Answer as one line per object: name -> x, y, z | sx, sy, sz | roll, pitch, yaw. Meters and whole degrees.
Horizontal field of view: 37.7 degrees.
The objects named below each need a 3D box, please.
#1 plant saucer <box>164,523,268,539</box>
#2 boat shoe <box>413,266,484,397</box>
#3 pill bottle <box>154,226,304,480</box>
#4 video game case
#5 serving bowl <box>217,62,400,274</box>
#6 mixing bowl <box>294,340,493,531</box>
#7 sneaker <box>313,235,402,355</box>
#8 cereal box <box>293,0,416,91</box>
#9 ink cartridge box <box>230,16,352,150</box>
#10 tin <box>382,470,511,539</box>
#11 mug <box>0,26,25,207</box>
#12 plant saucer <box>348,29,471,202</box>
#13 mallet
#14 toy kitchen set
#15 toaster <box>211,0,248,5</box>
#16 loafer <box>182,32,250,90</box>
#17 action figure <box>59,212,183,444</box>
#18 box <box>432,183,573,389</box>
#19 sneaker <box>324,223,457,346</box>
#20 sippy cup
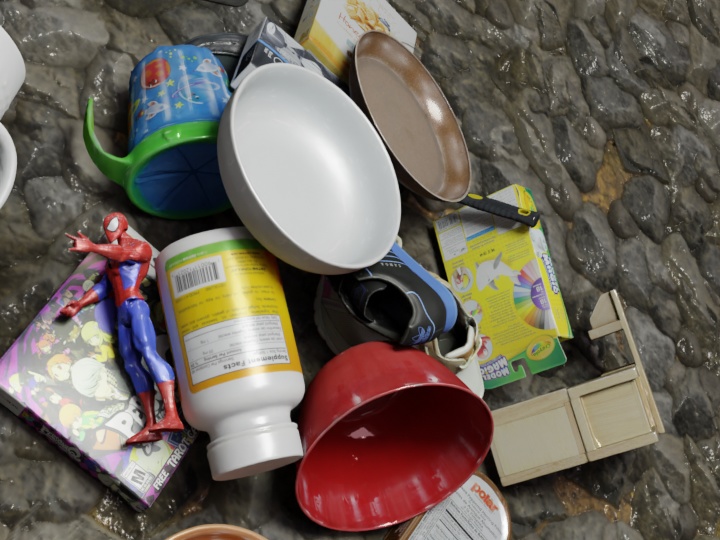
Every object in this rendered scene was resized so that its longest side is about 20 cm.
plant saucer -> -0.127, 0.325, 0.910 | 0.197, 0.037, 0.204 | 13, 65, -29
boat shoe -> 0.087, 0.078, 1.090 | 0.075, 0.068, 0.201 | -56, 131, -27
pill bottle -> -0.111, 0.075, 0.932 | 0.109, 0.111, 0.204 | -4, 72, -34
video game case -> -0.210, 0.082, 0.957 | 0.181, 0.036, 0.201 | 41, 54, -11
serving bowl -> -0.055, -0.083, 0.956 | 0.198, 0.065, 0.203 | 26, 50, -35
mixing bowl -> 0.016, 0.142, 1.006 | 0.197, 0.202, 0.109 | 6, 36, -31
sneaker -> 0.000, 0.002, 1.095 | 0.080, 0.088, 0.204 | 2, 69, -32
cereal box -> -0.004, -0.254, 1.185 | 0.144, 0.039, 0.202 | 41, 38, -26
ink cartridge box -> -0.038, -0.161, 1.070 | 0.199, 0.039, 0.100 | 38, 34, -23
tin -> 0.083, 0.288, 1.064 | 0.112, 0.042, 0.200 | 50, 52, -11
mug -> -0.371, -0.117, 0.883 | 0.200, 0.146, 0.178 | 50, 54, -43
plant saucer -> 0.048, -0.157, 1.112 | 0.199, 0.032, 0.203 | 37, 37, -35
mallet -> 0.097, -0.077, 1.156 | 0.198, 0.042, 0.066 | 25, 52, 28
toy kitchen set -> 0.235, 0.129, 1.207 | 0.200, 0.178, 0.166 | 12, 60, -74
toaster -> -0.156, -0.383, 1.096 | 0.197, 0.180, 0.121 | 5, 69, -32
loafer -> -0.101, -0.201, 1.122 | 0.198, 0.068, 0.071 | 7, 47, -35
action figure -> -0.216, 0.044, 0.903 | 0.098, 0.065, 0.204 | 5, 67, -43
box -> 0.160, 0.021, 1.171 | 0.048, 0.116, 0.204 | 10, 63, -54
sneaker -> 0.000, 0.000, 1.006 | 0.199, 0.071, 0.077 | 36, 28, 25
sippy cup -> -0.170, -0.141, 1.027 | 0.177, 0.138, 0.132 | 27, 42, -52
